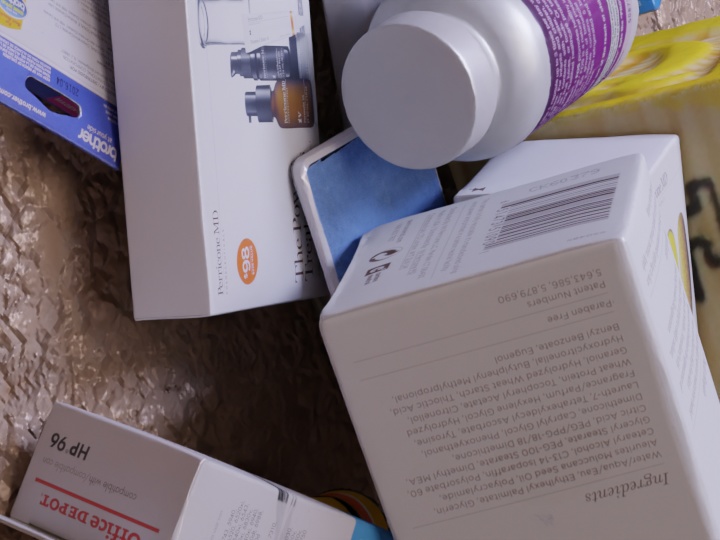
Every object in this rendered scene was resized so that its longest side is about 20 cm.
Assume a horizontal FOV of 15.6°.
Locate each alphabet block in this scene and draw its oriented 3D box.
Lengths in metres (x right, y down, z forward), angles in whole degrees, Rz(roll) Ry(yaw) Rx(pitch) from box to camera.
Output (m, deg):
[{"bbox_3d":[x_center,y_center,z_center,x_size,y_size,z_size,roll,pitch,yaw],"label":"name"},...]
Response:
[{"bbox_3d":[0.193,-0.034,1.634,0.200,0.196,0.195,71,23,-12],"label":"alphabet block"}]

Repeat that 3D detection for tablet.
[{"bbox_3d":[0.023,0.014,1.482,0.130,0.014,0.200,-33,111,-52],"label":"tablet"}]

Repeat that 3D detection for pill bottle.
[{"bbox_3d":[0.071,-0.127,1.479,0.200,0.112,0.113,-37,112,-55],"label":"pill bottle"}]

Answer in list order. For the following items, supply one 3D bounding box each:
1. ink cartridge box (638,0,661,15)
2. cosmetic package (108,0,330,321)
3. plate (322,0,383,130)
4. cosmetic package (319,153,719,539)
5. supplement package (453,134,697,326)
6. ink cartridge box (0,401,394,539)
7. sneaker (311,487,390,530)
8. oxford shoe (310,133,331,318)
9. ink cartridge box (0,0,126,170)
[{"bbox_3d":[0.128,-0.266,1.682,0.146,0.084,0.200,-63,134,-64],"label":"ink cartridge box"},{"bbox_3d":[-0.074,-0.079,1.400,0.151,0.052,0.201,-10,96,-64],"label":"cosmetic package"},{"bbox_3d":[0.042,-0.157,1.572,0.200,0.032,0.200,-50,141,-46],"label":"plate"},{"bbox_3d":[0.096,0.070,1.377,0.165,0.165,0.200,-60,133,-71],"label":"cosmetic package"},{"bbox_3d":[0.130,0.033,1.511,0.114,0.109,0.200,-48,133,-63],"label":"supplement package"},{"bbox_3d":[-0.089,0.124,1.310,0.200,0.116,0.068,27,82,-48],"label":"ink cartridge box"},{"bbox_3d":[-0.013,0.222,1.434,0.090,0.070,0.201,-5,80,-61],"label":"sneaker"},{"bbox_3d":[0.000,0.000,1.514,0.075,0.058,0.200,-39,113,-47],"label":"oxford shoe"},{"bbox_3d":[-0.158,-0.161,1.350,0.119,0.042,0.200,31,57,-48],"label":"ink cartridge box"}]
